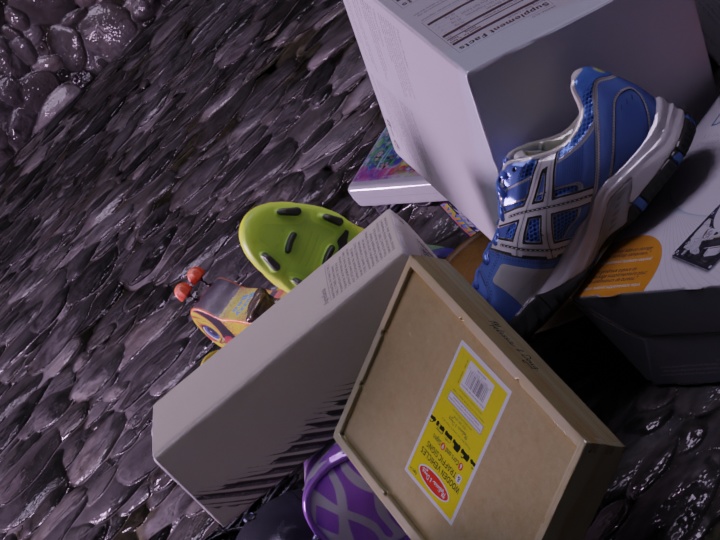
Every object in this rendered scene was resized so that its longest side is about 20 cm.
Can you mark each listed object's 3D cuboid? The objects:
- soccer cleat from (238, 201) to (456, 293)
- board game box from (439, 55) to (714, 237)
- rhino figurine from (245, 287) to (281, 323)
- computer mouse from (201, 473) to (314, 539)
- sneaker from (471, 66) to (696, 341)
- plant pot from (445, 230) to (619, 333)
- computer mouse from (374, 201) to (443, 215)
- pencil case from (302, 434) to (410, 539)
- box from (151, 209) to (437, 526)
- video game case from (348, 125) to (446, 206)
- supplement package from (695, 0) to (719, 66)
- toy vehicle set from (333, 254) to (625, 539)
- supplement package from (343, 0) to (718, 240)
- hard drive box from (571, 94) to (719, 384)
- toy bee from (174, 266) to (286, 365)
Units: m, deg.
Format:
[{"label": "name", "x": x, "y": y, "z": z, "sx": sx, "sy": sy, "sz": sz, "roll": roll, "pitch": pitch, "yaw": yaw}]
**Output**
[{"label": "soccer cleat", "x": 0.000, "y": 0.001, "z": 1.458, "sx": 0.084, "sy": 0.200, "sz": 0.065, "roll": 4, "pitch": 80, "yaw": 62}, {"label": "board game box", "x": 0.161, "y": -0.114, "z": 1.559, "sx": 0.200, "sy": 0.057, "sz": 0.165, "roll": -51, "pitch": 17, "yaw": -18}, {"label": "rhino figurine", "x": -0.065, "y": 0.092, "z": 1.516, "sx": 0.200, "sy": 0.087, "sz": 0.060, "roll": -59, "pitch": 7, "yaw": 41}, {"label": "computer mouse", "x": -0.082, "y": 0.194, "z": 1.429, "sx": 0.140, "sy": 0.046, "sz": 0.200, "roll": -45, "pitch": 18, "yaw": -5}, {"label": "sneaker", "x": 0.102, "y": -0.028, "z": 1.227, "sx": 0.200, "sy": 0.077, "sz": 0.076, "roll": -52, "pitch": 4, "yaw": 9}, {"label": "plant pot", "x": 0.125, "y": -0.014, "z": 1.361, "sx": 0.200, "sy": 0.027, "sz": 0.200, "roll": -24, "pitch": 16, "yaw": 7}, {"label": "computer mouse", "x": 0.019, "y": 0.013, "z": 1.563, "sx": 0.110, "sy": 0.044, "sz": 0.200, "roll": -20, "pitch": 49, "yaw": 56}, {"label": "pencil case", "x": 0.009, "y": 0.105, "z": 1.364, "sx": 0.084, "sy": 0.085, "sz": 0.200, "roll": -46, "pitch": 17, "yaw": 20}, {"label": "box", "x": -0.032, "y": 0.058, "z": 1.306, "sx": 0.200, "sy": 0.068, "sz": 0.082, "roll": -40, "pitch": 19, "yaw": 11}, {"label": "video game case", "x": 0.104, "y": -0.122, "z": 1.518, "sx": 0.200, "sy": 0.024, "sz": 0.182, "roll": -2, "pitch": 48, "yaw": 45}, {"label": "supplement package", "x": 0.297, "y": -0.222, "z": 1.407, "sx": 0.200, "sy": 0.110, "sz": 0.114, "roll": -40, "pitch": 19, "yaw": 15}, {"label": "toy vehicle set", "x": 0.058, "y": 0.093, "z": 1.169, "sx": 0.200, "sy": 0.027, "sz": 0.124, "roll": 49, "pitch": 122, "yaw": 50}, {"label": "supplement package", "x": 0.105, "y": -0.128, "z": 1.342, "sx": 0.151, "sy": 0.152, "sz": 0.200, "roll": -28, "pitch": 34, "yaw": -11}, {"label": "hard drive box", "x": 0.234, "y": -0.036, "z": 1.191, "sx": 0.200, "sy": 0.077, "sz": 0.156, "roll": -52, "pitch": 19, "yaw": -22}, {"label": "toy bee", "x": -0.094, "y": 0.045, "z": 1.689, "sx": 0.200, "sy": 0.109, "sz": 0.131, "roll": -28, "pitch": 26, "yaw": 42}]
